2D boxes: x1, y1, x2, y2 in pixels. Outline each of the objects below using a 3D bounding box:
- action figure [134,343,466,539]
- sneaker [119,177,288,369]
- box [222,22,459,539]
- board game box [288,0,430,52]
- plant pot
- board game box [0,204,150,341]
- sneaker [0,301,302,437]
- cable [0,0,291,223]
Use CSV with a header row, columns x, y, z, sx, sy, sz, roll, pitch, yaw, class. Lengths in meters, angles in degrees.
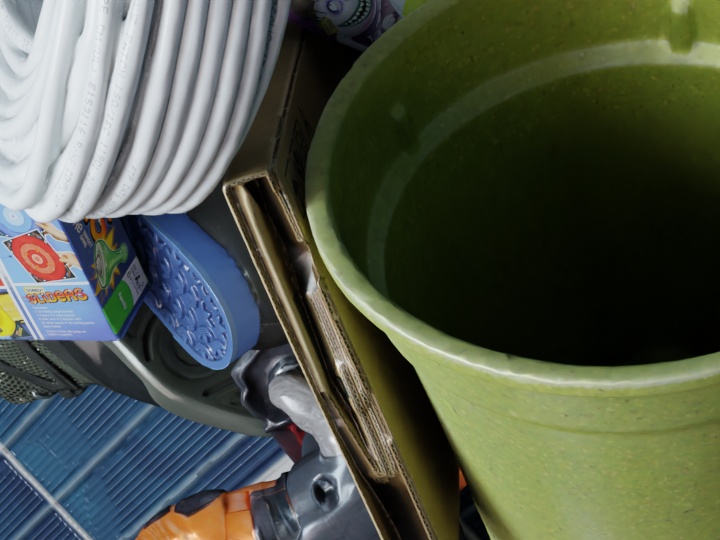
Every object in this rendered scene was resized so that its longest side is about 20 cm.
x,y,z,sx,sy,sz,roll,pitch,yaw,class
-0.004,0.126,0.875,0.200,0.193,0.105,45,-174,-24,action figure
-0.077,-0.041,0.872,0.200,0.078,0.070,50,146,28,sneaker
0.000,0.000,0.750,0.021,0.200,0.164,-19,112,11,box
0.000,-0.171,0.689,0.120,0.032,0.200,24,128,6,board game box
0.095,0.021,0.701,0.200,0.200,0.184,18,143,27,plant pot
-0.198,-0.032,0.828,0.200,0.034,0.136,0,132,25,board game box
-0.112,0.028,0.950,0.199,0.076,0.114,20,157,4,sneaker
-0.081,-0.115,0.655,0.200,0.069,0.200,180,90,-66,cable
